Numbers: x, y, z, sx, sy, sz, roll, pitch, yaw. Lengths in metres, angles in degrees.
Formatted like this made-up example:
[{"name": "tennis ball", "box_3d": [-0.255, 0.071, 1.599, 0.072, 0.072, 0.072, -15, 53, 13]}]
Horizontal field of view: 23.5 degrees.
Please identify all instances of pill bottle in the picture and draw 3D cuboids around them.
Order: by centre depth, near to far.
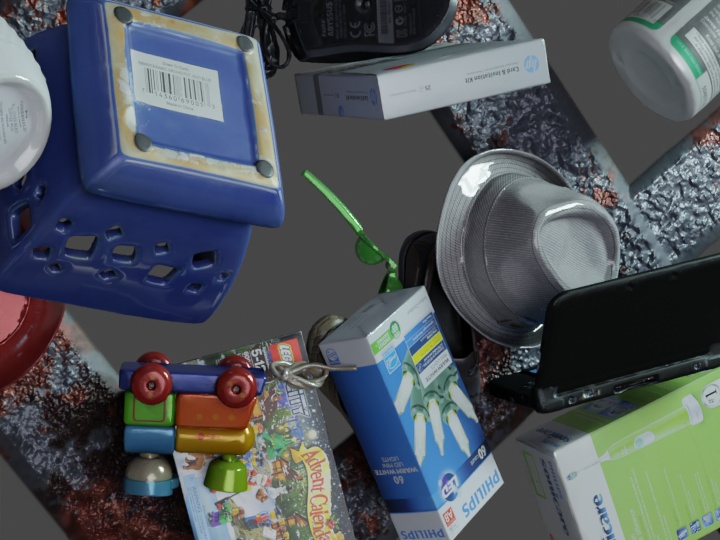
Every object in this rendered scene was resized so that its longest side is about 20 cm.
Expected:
[{"name": "pill bottle", "box_3d": [0.340, -0.244, 1.639, 0.200, 0.113, 0.113, -41, 107, -13]}]

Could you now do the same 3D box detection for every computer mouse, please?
[{"name": "computer mouse", "box_3d": [-0.009, -0.231, 1.503, 0.198, 0.053, 0.140, 1, 87, 14]}]

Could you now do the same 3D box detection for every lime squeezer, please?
[{"name": "lime squeezer", "box_3d": [0.000, 0.000, 1.573, 0.070, 0.038, 0.202, -10, 100, 11]}]

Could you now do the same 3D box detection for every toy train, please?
[{"name": "toy train", "box_3d": [-0.104, 0.134, 1.451, 0.198, 0.085, 0.117, 3, 95, -6]}]

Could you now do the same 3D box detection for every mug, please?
[{"name": "mug", "box_3d": [-0.317, -0.110, 1.286, 0.147, 0.175, 0.202, -13, 124, -42]}]

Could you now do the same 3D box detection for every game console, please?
[{"name": "game console", "box_3d": [0.229, 0.050, 1.584, 0.198, 0.176, 0.118, -12, 98, -19]}]

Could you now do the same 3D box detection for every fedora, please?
[{"name": "fedora", "box_3d": [0.167, -0.018, 1.567, 0.199, 0.090, 0.178, 32, 69, -41]}]

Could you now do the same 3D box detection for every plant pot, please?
[{"name": "plant pot", "box_3d": [-0.175, -0.094, 1.359, 0.199, 0.180, 0.202, 11, 57, -33]}]

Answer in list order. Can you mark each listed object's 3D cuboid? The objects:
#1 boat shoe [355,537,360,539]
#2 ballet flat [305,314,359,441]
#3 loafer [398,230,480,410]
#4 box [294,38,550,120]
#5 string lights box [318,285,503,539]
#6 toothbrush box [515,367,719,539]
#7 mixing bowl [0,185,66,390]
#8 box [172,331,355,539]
[{"name": "boat shoe", "box_3d": [-0.031, 0.257, 1.556, 0.199, 0.065, 0.074, 28, 86, -20]}, {"name": "ballet flat", "box_3d": [0.011, 0.127, 1.558, 0.067, 0.046, 0.201, -32, 115, -17]}, {"name": "loafer", "box_3d": [0.074, 0.065, 1.584, 0.071, 0.063, 0.202, -10, 98, -20]}, {"name": "box", "box_3d": [0.049, -0.165, 1.484, 0.155, 0.200, 0.042, -14, 100, -20]}, {"name": "string lights box", "box_3d": [0.046, 0.128, 1.524, 0.103, 0.059, 0.201, -39, 112, -47]}, {"name": "toothbrush box", "box_3d": [0.269, 0.191, 1.659, 0.199, 0.086, 0.147, -25, 103, -19]}, {"name": "mixing bowl", "box_3d": [-0.324, 0.014, 1.401, 0.198, 0.108, 0.202, -2, 94, -20]}, {"name": "box", "box_3d": [-0.092, 0.167, 1.506, 0.135, 0.038, 0.202, -15, 87, -8]}]
